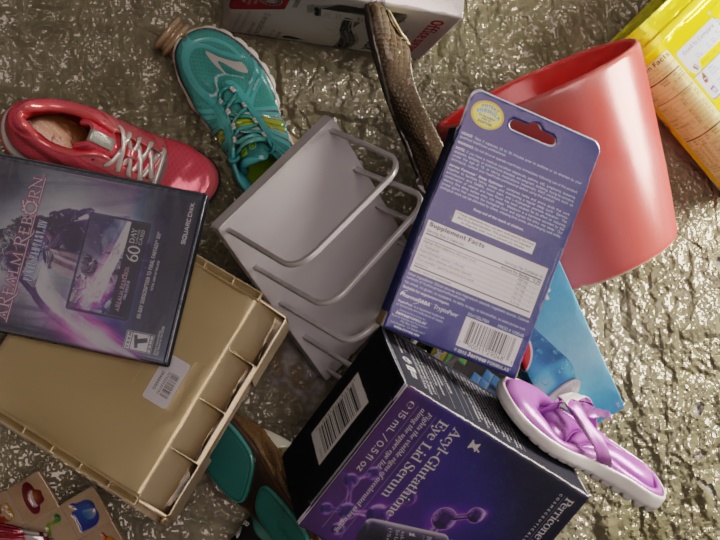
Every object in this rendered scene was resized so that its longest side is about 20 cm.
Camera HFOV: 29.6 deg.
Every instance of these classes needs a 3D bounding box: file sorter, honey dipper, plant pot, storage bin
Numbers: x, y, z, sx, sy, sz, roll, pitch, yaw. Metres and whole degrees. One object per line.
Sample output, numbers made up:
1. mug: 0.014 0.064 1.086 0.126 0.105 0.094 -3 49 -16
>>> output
1. file sorter: 0.000 0.000 1.156 0.139 0.124 0.201 -45 128 -15
2. honey dipper: -0.101 -0.151 1.242 0.200 0.038 0.038 41 76 -10
3. plant pot: 0.190 -0.088 1.231 0.199 0.200 0.179 -26 100 -15
4. storage bin: -0.188 0.077 1.136 0.197 0.094 0.201 30 77 8

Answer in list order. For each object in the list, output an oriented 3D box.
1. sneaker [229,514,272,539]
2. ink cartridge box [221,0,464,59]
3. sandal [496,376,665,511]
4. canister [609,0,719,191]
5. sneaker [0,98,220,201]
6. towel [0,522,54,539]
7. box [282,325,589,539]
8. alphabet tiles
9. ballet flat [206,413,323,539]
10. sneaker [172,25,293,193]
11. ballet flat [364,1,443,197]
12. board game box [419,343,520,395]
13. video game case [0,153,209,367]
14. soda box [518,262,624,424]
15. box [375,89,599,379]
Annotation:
1. sneaker: -0.047 0.301 1.187 0.079 0.071 0.202 -27 83 -14
2. ink cartridge box: -0.016 -0.257 1.214 0.197 0.147 0.084 7 82 -12
3. sandal: 0.189 0.131 1.132 0.202 0.083 0.050 33 108 -32
4. canister: 0.351 -0.185 1.328 0.148 0.086 0.200 -43 96 -14
5. sneaker: -0.216 -0.097 1.178 0.198 0.087 0.075 17 81 -11
6. towel: -0.359 0.271 1.112 0.197 0.023 0.146 8 83 1
7. box: 0.059 0.166 1.105 0.199 0.105 0.149 31 105 -21
8. alphabet tiles: -0.259 0.277 1.137 0.166 0.008 0.202 -30 91 6
9. ballet flat: -0.071 0.179 1.166 0.072 0.200 0.069 -5 123 -41
10. sneaker: -0.096 -0.122 1.190 0.077 0.080 0.201 -29 104 4
11. ballet flat: 0.050 -0.133 1.152 0.046 0.067 0.202 -19 97 5
12. board game box: 0.091 0.168 1.240 0.164 0.057 0.201 34 77 -7
13. video game case: -0.234 -0.012 1.103 0.197 0.019 0.145 11 75 4
14. soda box: 0.153 0.043 1.173 0.067 0.064 0.202 -28 109 -2
15. box: 0.104 -0.029 1.089 0.120 0.032 0.202 21 91 -10
